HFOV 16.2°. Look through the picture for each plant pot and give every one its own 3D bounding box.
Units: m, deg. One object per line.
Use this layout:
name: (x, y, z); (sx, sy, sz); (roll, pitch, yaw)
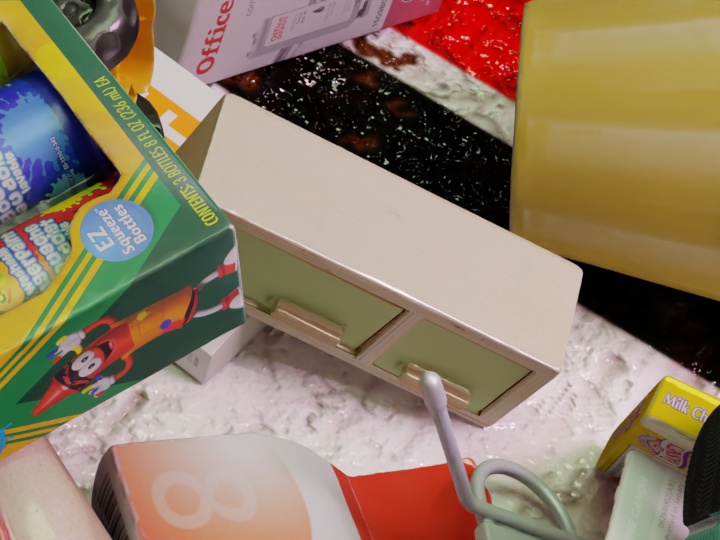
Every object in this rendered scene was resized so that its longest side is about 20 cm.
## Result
plant pot: (0.175, -0.071, 1.324); (0.188, 0.201, 0.201); (3, 44, 4)

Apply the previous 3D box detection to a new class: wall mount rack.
wall mount rack: (0.084, 0.137, 1.128); (0.173, 0.075, 0.200); (23, 36, -32)

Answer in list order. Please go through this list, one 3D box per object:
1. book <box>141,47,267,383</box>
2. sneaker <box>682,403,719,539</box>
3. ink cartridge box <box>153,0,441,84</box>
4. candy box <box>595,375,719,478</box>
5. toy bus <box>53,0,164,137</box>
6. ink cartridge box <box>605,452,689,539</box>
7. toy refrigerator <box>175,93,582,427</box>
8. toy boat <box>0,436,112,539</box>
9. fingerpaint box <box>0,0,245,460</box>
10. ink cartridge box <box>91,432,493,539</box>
book: (-0.115, -0.043, 1.284); (0.200, 0.048, 0.134); (35, 51, 13)
sneaker: (0.195, 0.146, 1.049); (0.087, 0.074, 0.201); (-5, 81, -41)
ink cartridge box: (-0.035, -0.192, 1.382); (0.200, 0.147, 0.083); (-22, 59, -35)
candy box: (0.168, 0.093, 1.162); (0.102, 0.200, 0.026); (28, 81, 4)
toy bus: (-0.199, -0.059, 1.187); (0.191, 0.136, 0.201); (8, 59, 11)
ink cartridge box: (0.171, 0.194, 1.087); (0.200, 0.050, 0.163); (27, 57, -12)
toy refrigerator: (0.000, 0.000, 1.219); (0.200, 0.076, 0.070); (26, 56, -16)
toy boat: (-0.181, 0.117, 1.063); (0.131, 0.131, 0.200); (-33, 60, -7)
fingerpaint box: (-0.170, -0.026, 1.032); (0.167, 0.073, 0.200); (-29, 59, -17)
ink cartridge box: (-0.005, 0.145, 1.133); (0.199, 0.050, 0.162); (-6, 50, -23)
